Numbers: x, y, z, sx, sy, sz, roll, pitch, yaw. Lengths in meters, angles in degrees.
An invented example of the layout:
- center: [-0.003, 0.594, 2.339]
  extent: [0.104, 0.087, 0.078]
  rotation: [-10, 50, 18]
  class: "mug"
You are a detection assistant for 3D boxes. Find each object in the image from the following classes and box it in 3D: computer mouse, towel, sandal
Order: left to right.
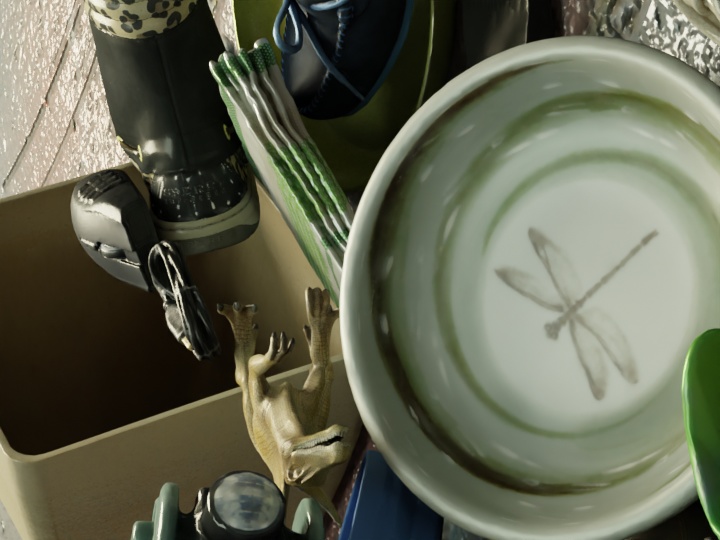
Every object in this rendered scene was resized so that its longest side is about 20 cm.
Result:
- center: [-0.107, -0.001, 0.988]
  extent: [0.200, 0.034, 0.059]
  rotation: [-136, 30, -64]
  class: "computer mouse"
- center: [0.000, 0.000, 0.950]
  extent: [0.201, 0.031, 0.149]
  rotation: [58, 176, 17]
  class: "towel"
- center: [0.059, -0.046, 0.900]
  extent: [0.075, 0.045, 0.201]
  rotation: [-10, 87, 60]
  class: "sandal"

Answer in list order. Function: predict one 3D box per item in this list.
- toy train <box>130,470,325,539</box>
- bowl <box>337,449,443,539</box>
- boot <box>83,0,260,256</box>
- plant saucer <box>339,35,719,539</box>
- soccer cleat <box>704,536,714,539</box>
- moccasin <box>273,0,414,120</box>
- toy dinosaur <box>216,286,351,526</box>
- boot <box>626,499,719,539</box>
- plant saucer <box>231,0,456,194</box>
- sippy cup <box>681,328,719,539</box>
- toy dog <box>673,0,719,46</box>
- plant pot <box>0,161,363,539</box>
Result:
- center: [-0.060, 0.171, 0.836]
  extent: [0.201, 0.085, 0.114]
  rotation: [108, 166, -46]
  class: "toy train"
- center: [-0.005, 0.178, 0.874]
  extent: [0.201, 0.039, 0.202]
  rotation: [15, -90, -90]
  class: "bowl"
- center: [-0.100, -0.116, 1.066]
  extent: [0.204, 0.073, 0.154]
  rotation: [-109, 5, -60]
  class: "boot"
- center: [0.086, 0.010, 0.818]
  extent: [0.199, 0.050, 0.202]
  rotation: [-5, 80, 33]
  class: "plant saucer"
- center: [0.089, 0.150, 0.763]
  extent: [0.200, 0.068, 0.074]
  rotation: [-29, 80, 54]
  class: "soccer cleat"
- center: [-0.015, -0.150, 0.919]
  extent: [0.081, 0.068, 0.201]
  rotation: [54, 144, 35]
  class: "moccasin"
- center: [-0.034, 0.065, 0.908]
  extent: [0.200, 0.058, 0.102]
  rotation: [98, 171, -79]
  class: "toy dinosaur"
- center: [0.096, 0.157, 0.866]
  extent: [0.200, 0.074, 0.097]
  rotation: [-54, 40, 37]
  class: "boot"
- center: [-0.006, -0.138, 1.010]
  extent: [0.200, 0.031, 0.201]
  rotation: [22, 116, 56]
  class: "plant saucer"
- center: [0.184, 0.034, 0.629]
  extent: [0.140, 0.177, 0.131]
  rotation: [28, -118, -76]
  class: "sippy cup"
- center: [0.104, -0.172, 0.754]
  extent: [0.096, 0.132, 0.200]
  rotation: [-48, 48, 3]
  class: "toy dog"
- center: [-0.118, 0.076, 1.107]
  extent: [0.200, 0.199, 0.178]
  rotation: [50, 149, 44]
  class: "plant pot"
